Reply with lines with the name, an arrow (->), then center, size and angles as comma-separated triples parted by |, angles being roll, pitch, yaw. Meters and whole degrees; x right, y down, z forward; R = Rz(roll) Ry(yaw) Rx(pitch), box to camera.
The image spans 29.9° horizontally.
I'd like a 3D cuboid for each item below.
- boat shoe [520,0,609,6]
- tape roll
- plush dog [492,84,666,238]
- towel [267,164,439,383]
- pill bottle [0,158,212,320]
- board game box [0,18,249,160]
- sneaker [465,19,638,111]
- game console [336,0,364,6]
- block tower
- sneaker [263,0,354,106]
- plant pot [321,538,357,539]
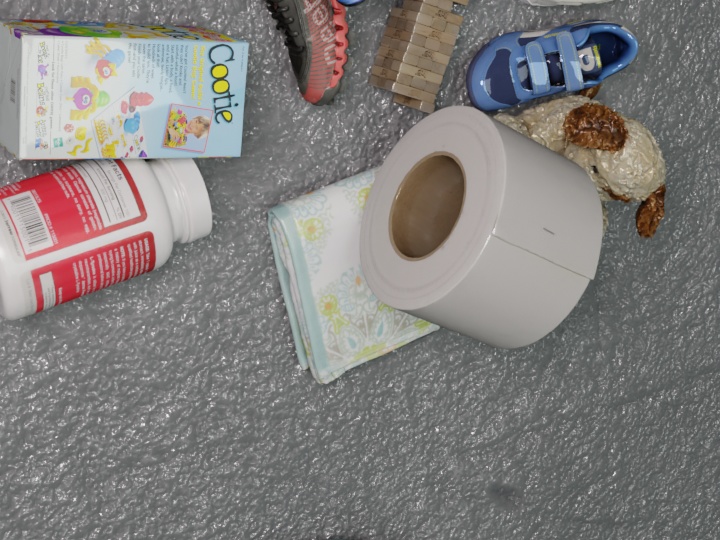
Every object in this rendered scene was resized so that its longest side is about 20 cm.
boat shoe -> 0.258, -0.316, 1.414 | 0.199, 0.066, 0.073 | -12, 113, -26
tape roll -> 0.113, -0.040, 1.294 | 0.139, 0.202, 0.204 | 22, 95, -35
plush dog -> 0.250, -0.122, 1.412 | 0.200, 0.172, 0.161 | 42, 83, -33
towel -> 0.000, 0.000, 1.386 | 0.170, 0.048, 0.201 | -24, 117, -25
pill bottle -> -0.238, -0.040, 1.190 | 0.199, 0.112, 0.113 | -21, 116, -23
board game box -> -0.211, -0.158, 1.170 | 0.199, 0.103, 0.106 | -3, 108, -29
sneaker -> 0.201, -0.218, 1.402 | 0.199, 0.082, 0.074 | -23, 111, -22
game console -> 0.020, -0.344, 1.214 | 0.170, 0.201, 0.118 | -12, 152, -49
block tower -> 0.068, -0.261, 1.329 | 0.057, 0.054, 0.201 | 11, 100, -32
sneaker -> -0.059, -0.250, 1.248 | 0.097, 0.071, 0.202 | -11, 110, -27
plant pot -> 0.006, 0.401, 1.450 | 0.199, 0.196, 0.197 | -12, 113, -37
